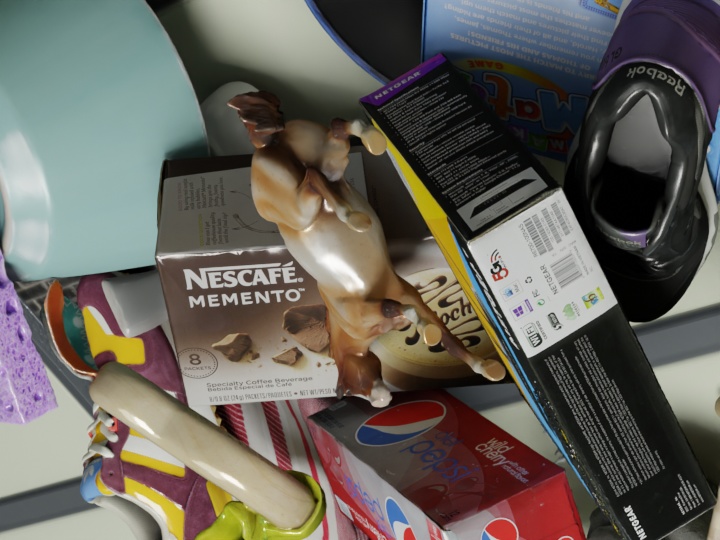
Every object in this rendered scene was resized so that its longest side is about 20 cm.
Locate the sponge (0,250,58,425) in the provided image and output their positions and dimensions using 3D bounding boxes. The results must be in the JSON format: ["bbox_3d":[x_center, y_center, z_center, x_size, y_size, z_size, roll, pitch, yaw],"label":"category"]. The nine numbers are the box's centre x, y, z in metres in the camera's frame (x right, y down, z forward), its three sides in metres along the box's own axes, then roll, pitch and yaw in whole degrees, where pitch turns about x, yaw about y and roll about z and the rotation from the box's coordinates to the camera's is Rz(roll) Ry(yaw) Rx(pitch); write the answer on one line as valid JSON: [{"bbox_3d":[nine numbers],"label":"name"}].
[{"bbox_3d":[-0.233,-0.016,1.220,0.112,0.030,0.200,9,122,49],"label":"sponge"}]

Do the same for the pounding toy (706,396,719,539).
[{"bbox_3d":[0.251,0.092,1.099,0.200,0.184,0.142,19,127,19],"label":"pounding toy"}]

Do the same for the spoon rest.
[{"bbox_3d":[-0.083,-0.031,1.288,0.200,0.061,0.099,-47,63,49],"label":"spoon rest"}]

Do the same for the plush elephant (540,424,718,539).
[{"bbox_3d":[0.145,0.185,1.259,0.200,0.165,0.155,38,105,21],"label":"plush elephant"}]

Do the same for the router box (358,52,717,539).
[{"bbox_3d":[0.082,0.014,1.043,0.200,0.051,0.149,60,178,-33],"label":"router box"}]

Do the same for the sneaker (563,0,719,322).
[{"bbox_3d":[0.117,-0.033,1.005,0.076,0.088,0.200,17,140,14],"label":"sneaker"}]

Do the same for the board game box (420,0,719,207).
[{"bbox_3d":[0.103,-0.127,1.010,0.151,0.037,0.200,17,139,14],"label":"board game box"}]

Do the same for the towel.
[{"bbox_3d":[-0.055,0.101,1.357,0.200,0.023,0.144,32,142,49],"label":"towel"}]

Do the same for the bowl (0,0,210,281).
[{"bbox_3d":[-0.185,-0.073,1.235,0.201,0.105,0.201,31,137,34],"label":"bowl"}]

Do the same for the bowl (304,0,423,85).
[{"bbox_3d":[0.050,-0.154,1.084,0.201,0.039,0.201,19,139,18],"label":"bowl"}]

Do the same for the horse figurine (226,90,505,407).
[{"bbox_3d":[-0.008,-0.014,1.066,0.133,0.050,0.200,20,144,60],"label":"horse figurine"}]

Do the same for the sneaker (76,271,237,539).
[{"bbox_3d":[-0.140,0.095,1.390,0.200,0.090,0.075,62,156,6],"label":"sneaker"}]

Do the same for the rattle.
[{"bbox_3d":[-0.130,0.118,1.260,0.200,0.130,0.143,34,100,-22],"label":"rattle"}]

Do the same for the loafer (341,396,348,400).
[{"bbox_3d":[-0.016,0.037,1.325,0.072,0.063,0.200,46,149,40],"label":"loafer"}]

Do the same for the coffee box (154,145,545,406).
[{"bbox_3d":[0.000,0.000,1.184,0.200,0.080,0.113,-4,133,4],"label":"coffee box"}]

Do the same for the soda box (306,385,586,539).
[{"bbox_3d":[0.043,0.113,1.150,0.200,0.070,0.063,32,143,66],"label":"soda box"}]
